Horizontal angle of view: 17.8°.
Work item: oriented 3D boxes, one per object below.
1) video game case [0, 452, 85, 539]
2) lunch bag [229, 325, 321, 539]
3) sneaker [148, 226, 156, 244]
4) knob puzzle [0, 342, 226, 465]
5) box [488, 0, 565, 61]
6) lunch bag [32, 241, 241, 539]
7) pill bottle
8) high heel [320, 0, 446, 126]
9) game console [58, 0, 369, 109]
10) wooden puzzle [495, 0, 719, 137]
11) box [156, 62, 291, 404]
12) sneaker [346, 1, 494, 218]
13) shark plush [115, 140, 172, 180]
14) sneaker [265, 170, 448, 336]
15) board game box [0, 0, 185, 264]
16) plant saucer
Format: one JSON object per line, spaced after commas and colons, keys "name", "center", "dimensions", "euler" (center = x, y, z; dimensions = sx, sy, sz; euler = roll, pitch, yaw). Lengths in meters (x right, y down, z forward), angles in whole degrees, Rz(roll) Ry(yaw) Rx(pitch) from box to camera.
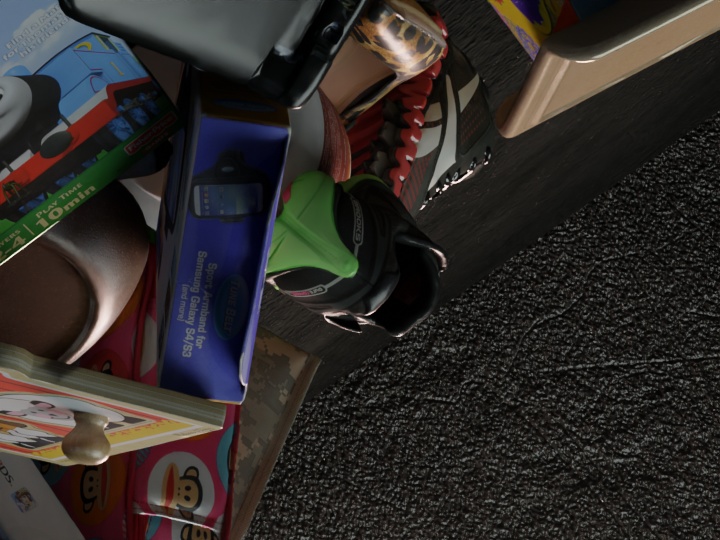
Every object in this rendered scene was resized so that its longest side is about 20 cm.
{"name": "video game case", "center": [-0.200, 0.190, 1.195], "dimensions": [0.045, 0.182, 0.200], "euler": [-30, 172, -47]}
{"name": "lunch bag", "center": [-0.141, 0.114, 1.465], "dimensions": [0.118, 0.164, 0.200], "euler": [-49, -166, 56]}
{"name": "sneaker", "center": [-0.110, -0.019, 1.409], "dimensions": [0.083, 0.074, 0.200], "euler": [-37, 174, 30]}
{"name": "knob puzzle", "center": [-0.179, 0.055, 0.925], "dimensions": [0.220, 0.219, 0.031], "euler": [115, -15, -75]}
{"name": "box", "center": [0.140, -0.221, 1.153], "dimensions": [0.192, 0.122, 0.200], "euler": [-36, 173, -4]}
{"name": "lunch bag", "center": [-0.143, 0.091, 1.251], "dimensions": [0.082, 0.201, 0.176], "euler": [16, 160, -36]}
{"name": "pill bottle", "center": [-0.069, -0.065, 1.162], "dimensions": [0.112, 0.112, 0.200], "euler": [-37, 173, 1]}
{"name": "high heel", "center": [-0.024, -0.103, 1.285], "dimensions": [0.143, 0.071, 0.200], "euler": [-44, -178, 2]}
{"name": "game console", "center": [-0.022, -0.175, 0.849], "dimensions": [0.200, 0.116, 0.176], "euler": [-57, -161, 13]}
{"name": "wooden puzzle", "center": [0.156, -0.134, 1.127], "dimensions": [0.184, 0.037, 0.200], "euler": [-27, 177, -8]}
{"name": "box", "center": [-0.060, -0.032, 0.951], "dimensions": [0.200, 0.041, 0.120], "euler": [-98, -163, -68]}
{"name": "sneaker", "center": [0.033, -0.069, 1.377], "dimensions": [0.071, 0.098, 0.201], "euler": [-27, -148, 37]}
{"name": "shark plush", "center": [-0.170, -0.068, 0.995], "dimensions": [0.200, 0.091, 0.083], "euler": [-20, 163, 40]}
{"name": "sneaker", "center": [0.000, 0.000, 1.127], "dimensions": [0.077, 0.084, 0.200], "euler": [-53, 172, 9]}
{"name": "board game box", "center": [-0.160, -0.060, 0.820], "dimensions": [0.151, 0.037, 0.200], "euler": [-37, 153, -1]}
{"name": "plant saucer", "center": [-0.188, 0.011, 0.984], "dimensions": [0.199, 0.032, 0.201], "euler": [-9, 148, -6]}
